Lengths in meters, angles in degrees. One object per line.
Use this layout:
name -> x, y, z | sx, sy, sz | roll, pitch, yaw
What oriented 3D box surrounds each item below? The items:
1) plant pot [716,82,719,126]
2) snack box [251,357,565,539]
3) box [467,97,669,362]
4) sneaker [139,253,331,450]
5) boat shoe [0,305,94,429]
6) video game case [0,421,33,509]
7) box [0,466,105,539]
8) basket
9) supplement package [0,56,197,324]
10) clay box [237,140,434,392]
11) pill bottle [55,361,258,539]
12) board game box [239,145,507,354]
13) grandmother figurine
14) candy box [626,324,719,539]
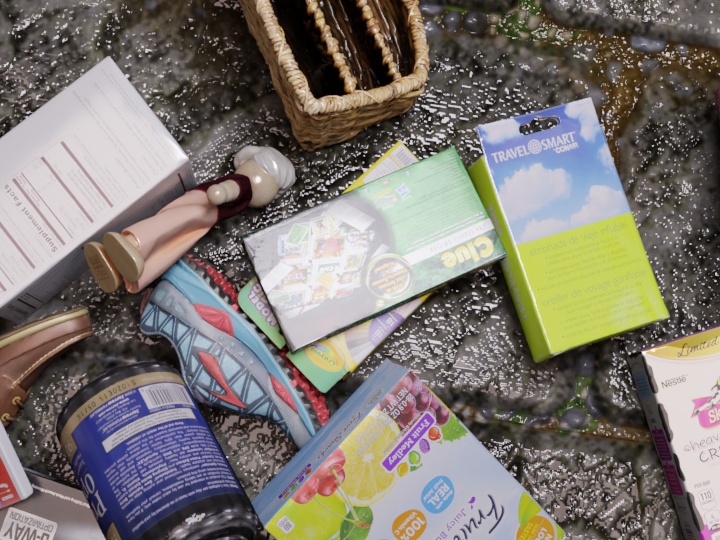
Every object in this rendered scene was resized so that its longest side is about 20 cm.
plant pot -> 0.382, -0.096, 1.113 | 0.198, 0.201, 0.180 | -10, 54, -4
snack box -> 0.039, 0.201, 1.092 | 0.169, 0.068, 0.200 | -47, 107, -8
box -> 0.173, -0.036, 1.158 | 0.121, 0.048, 0.201 | -16, 82, -19
sneaker -> -0.106, 0.085, 1.139 | 0.095, 0.079, 0.200 | -43, 81, 10
boat shoe -> -0.302, 0.098, 1.123 | 0.199, 0.072, 0.068 | -31, 89, 0
video game case -> -0.376, 0.150, 1.088 | 0.199, 0.017, 0.144 | -23, 95, 15
box -> -0.224, 0.263, 1.109 | 0.199, 0.050, 0.159 | 19, 82, 0
basket -> -0.022, -0.223, 1.138 | 0.142, 0.149, 0.201 | -22, 83, -5
supplement package -> -0.248, -0.062, 1.122 | 0.200, 0.114, 0.110 | -39, 87, -8
clay box -> 0.000, 0.000, 1.146 | 0.200, 0.048, 0.115 | -43, 86, -15
pill bottle -> -0.147, 0.178, 1.043 | 0.111, 0.112, 0.201 | -30, 62, -6
board game box -> 0.011, -0.018, 1.116 | 0.199, 0.023, 0.105 | -23, 79, -13
grandmother figurine -> -0.133, -0.047, 1.120 | 0.200, 0.121, 0.061 | -33, 107, -37
candy box -> 0.322, 0.146, 1.144 | 0.135, 0.061, 0.202 | -17, 82, -4
